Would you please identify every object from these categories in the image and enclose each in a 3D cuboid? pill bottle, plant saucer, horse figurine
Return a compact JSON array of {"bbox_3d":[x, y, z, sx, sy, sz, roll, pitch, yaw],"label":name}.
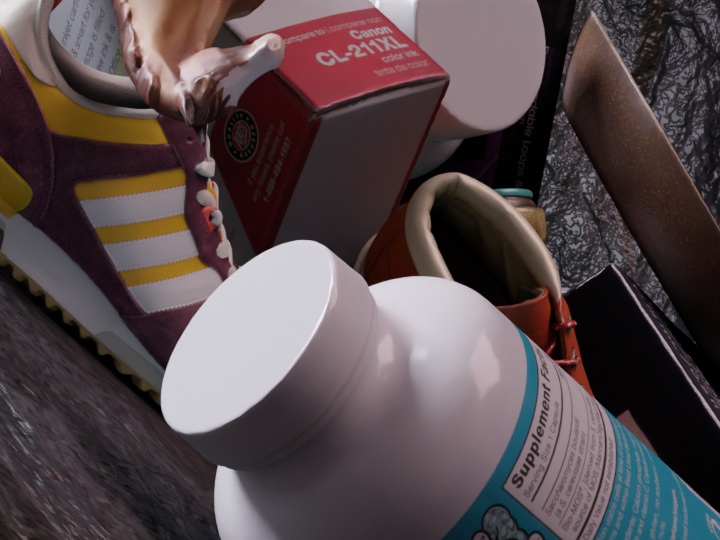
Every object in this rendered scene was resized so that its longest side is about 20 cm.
[{"bbox_3d":[-0.016,-0.091,1.261,0.200,0.111,0.111,-6,-39,46],"label":"pill bottle"},{"bbox_3d":[0.141,-0.023,1.274,0.201,0.037,0.200,59,6,-10],"label":"plant saucer"},{"bbox_3d":[0.032,0.077,0.856,0.200,0.111,0.111,42,3,-28],"label":"pill bottle"},{"bbox_3d":[-0.069,-0.143,0.975,0.200,0.132,0.050,46,-11,20],"label":"horse figurine"}]

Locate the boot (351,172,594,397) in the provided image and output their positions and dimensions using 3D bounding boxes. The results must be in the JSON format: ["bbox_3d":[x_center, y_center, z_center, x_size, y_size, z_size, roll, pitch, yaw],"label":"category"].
[{"bbox_3d":[0.061,0.057,1.092,0.200,0.075,0.107,61,-22,13],"label":"boot"}]

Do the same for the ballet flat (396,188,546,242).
[{"bbox_3d":[0.000,0.000,1.241,0.200,0.071,0.071,-2,-33,44],"label":"ballet flat"}]

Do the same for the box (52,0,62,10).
[{"bbox_3d":[-0.140,-0.164,1.077,0.100,0.200,0.096,41,6,-26],"label":"box"}]

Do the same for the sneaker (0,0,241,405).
[{"bbox_3d":[-0.069,-0.015,0.990,0.200,0.090,0.075,41,4,-25],"label":"sneaker"}]

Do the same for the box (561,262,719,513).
[{"bbox_3d":[0.136,0.124,1.226,0.197,0.117,0.200,58,8,21],"label":"box"}]

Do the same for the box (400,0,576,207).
[{"bbox_3d":[0.029,-0.064,1.317,0.036,0.201,0.143,11,1,-40],"label":"box"}]

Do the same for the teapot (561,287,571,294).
[{"bbox_3d":[0.155,0.123,1.562,0.200,0.146,0.197,42,3,-18],"label":"teapot"}]

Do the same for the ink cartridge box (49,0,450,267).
[{"bbox_3d":[-0.075,-0.080,1.181,0.083,0.146,0.200,-19,54,-41],"label":"ink cartridge box"}]
